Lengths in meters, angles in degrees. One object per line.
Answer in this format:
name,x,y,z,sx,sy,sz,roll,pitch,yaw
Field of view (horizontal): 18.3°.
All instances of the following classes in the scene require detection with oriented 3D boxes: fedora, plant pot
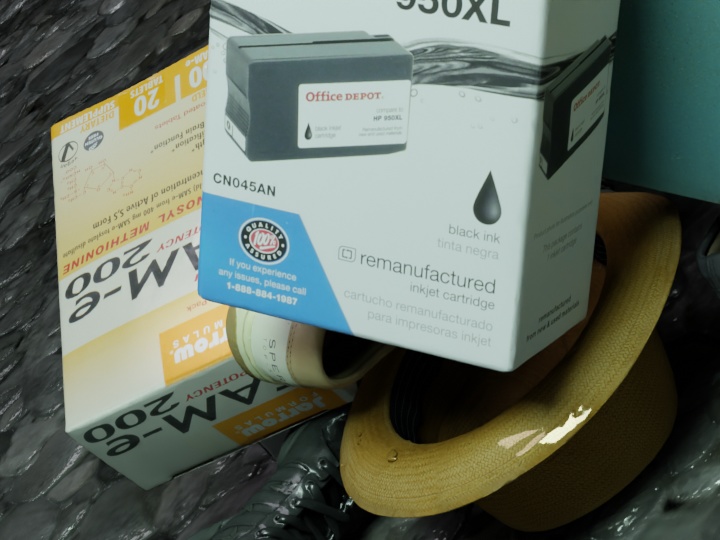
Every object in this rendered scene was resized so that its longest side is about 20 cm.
fedora,0.081,0.052,0.987,0.200,0.082,0.201,-34,22,16
plant pot,0.173,-0.146,0.907,0.141,0.200,0.141,14,41,23

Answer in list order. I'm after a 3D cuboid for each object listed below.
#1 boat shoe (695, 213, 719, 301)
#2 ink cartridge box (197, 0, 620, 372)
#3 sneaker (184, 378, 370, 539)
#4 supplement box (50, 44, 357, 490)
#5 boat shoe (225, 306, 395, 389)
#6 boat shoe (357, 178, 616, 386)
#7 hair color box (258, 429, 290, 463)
boat shoe,0.212,-0.050,0.993,0.200,0.060,0.074,-52,22,-25
ink cartridge box,0.019,-0.078,0.879,0.144,0.200,0.084,13,21,24
sneaker,-0.040,0.143,1.057,0.200,0.060,0.104,-43,22,6
supplement box,-0.082,-0.008,1.116,0.126,0.074,0.200,-25,49,19
boat shoe,0.030,-0.016,1.008,0.200,0.074,0.066,-47,37,-18
boat shoe,0.043,0.012,1.122,0.200,0.072,0.060,-37,56,2
hair color box,0.000,0.000,1.190,0.200,0.109,0.065,-38,21,6
